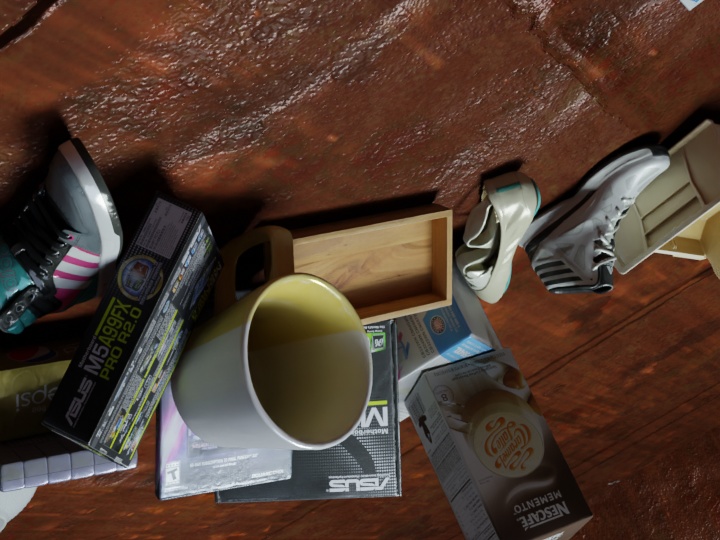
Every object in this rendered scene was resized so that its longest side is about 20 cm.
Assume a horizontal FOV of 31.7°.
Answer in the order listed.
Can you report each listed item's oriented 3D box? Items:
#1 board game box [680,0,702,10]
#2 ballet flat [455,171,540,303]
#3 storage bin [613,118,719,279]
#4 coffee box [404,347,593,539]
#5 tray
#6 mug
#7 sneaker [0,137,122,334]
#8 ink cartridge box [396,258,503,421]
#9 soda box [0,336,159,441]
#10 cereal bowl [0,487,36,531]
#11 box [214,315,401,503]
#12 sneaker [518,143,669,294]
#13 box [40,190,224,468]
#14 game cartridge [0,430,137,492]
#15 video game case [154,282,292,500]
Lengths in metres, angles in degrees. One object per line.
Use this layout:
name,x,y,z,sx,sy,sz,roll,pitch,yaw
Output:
board game box,0.284,-0.304,0.938,0.195,0.056,0.199,-36,155,22
ballet flat,0.133,-0.029,1.349,0.069,0.070,0.201,-16,146,-22
storage bin,0.406,-0.068,1.456,0.198,0.095,0.198,5,147,-37
coffee box,0.142,0.196,1.325,0.113,0.202,0.080,-15,155,-25
tray,0.000,0.000,1.239,0.197,0.037,0.100,-11,110,-29
mug,-0.086,0.078,1.139,0.149,0.188,0.152,41,143,-27
sneaker,-0.251,-0.018,0.959,0.120,0.084,0.201,-27,160,-23
ink cartridge box,0.034,0.081,1.392,0.199,0.130,0.125,-33,156,14
soda box,-0.275,0.105,1.172,0.198,0.064,0.069,-8,108,-36
cereal bowl,-0.421,0.237,1.307,0.198,0.084,0.201,-22,158,-10
box,-0.058,0.140,1.299,0.196,0.196,0.048,-1,-165,0
sneaker,0.276,-0.043,1.400,0.200,0.116,0.075,-38,154,26
box,-0.180,0.054,1.040,0.160,0.044,0.202,88,25,-76
game cartridge,-0.300,0.158,1.173,0.128,0.039,0.199,-11,-167,-29
video game case,-0.129,0.115,1.225,0.141,0.019,0.203,-5,107,-28
